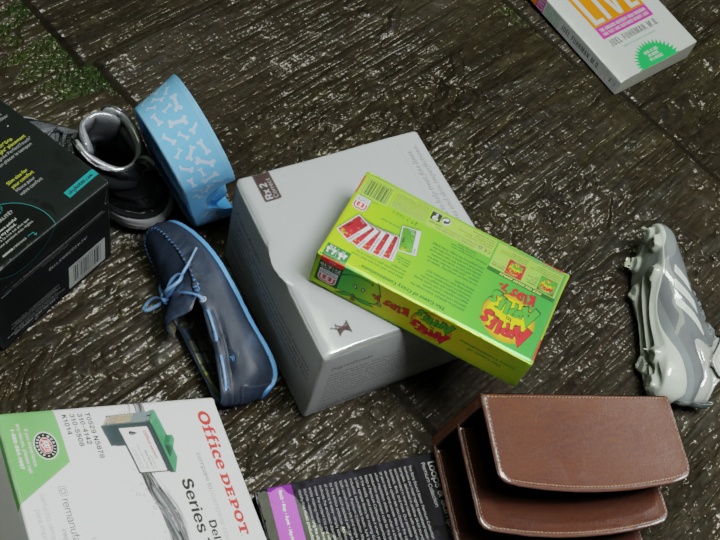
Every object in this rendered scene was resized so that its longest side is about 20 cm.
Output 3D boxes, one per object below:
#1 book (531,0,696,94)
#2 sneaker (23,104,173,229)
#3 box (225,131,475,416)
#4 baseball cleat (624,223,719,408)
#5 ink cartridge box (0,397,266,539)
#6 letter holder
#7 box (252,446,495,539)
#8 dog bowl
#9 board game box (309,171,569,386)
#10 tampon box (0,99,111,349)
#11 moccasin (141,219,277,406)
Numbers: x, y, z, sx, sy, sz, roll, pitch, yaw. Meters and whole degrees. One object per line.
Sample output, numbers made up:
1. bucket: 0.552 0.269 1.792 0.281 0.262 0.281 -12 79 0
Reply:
1. book: 0.312 -0.327 1.318 0.134 0.048 0.200 -29 70 -23
2. sneaker: -0.274 -0.122 1.001 0.200 0.114 0.076 26 60 10
3. box: 0.000 0.000 0.985 0.200 0.131 0.199 -18 65 -22
4. baseball cleat: 0.336 0.050 1.078 0.106 0.070 0.200 13 66 -13
5. ink cartridge box: -0.189 0.184 0.806 0.200 0.084 0.146 0 55 -45
6. letter holder: 0.183 0.193 0.902 0.200 0.101 0.142 4 57 -24
7. box: 0.019 0.243 0.895 0.200 0.036 0.143 -9 61 -17
8. dog bowl: -0.166 -0.106 0.980 0.050 0.200 0.112 -31 79 -11
9. board game box: 0.069 0.006 0.891 0.200 0.048 0.102 28 58 4
10. tampon box: -0.353 -0.059 0.943 0.200 0.126 0.150 36 57 11
11. moccasin: -0.151 0.036 0.955 0.068 0.080 0.200 -22 64 -37
